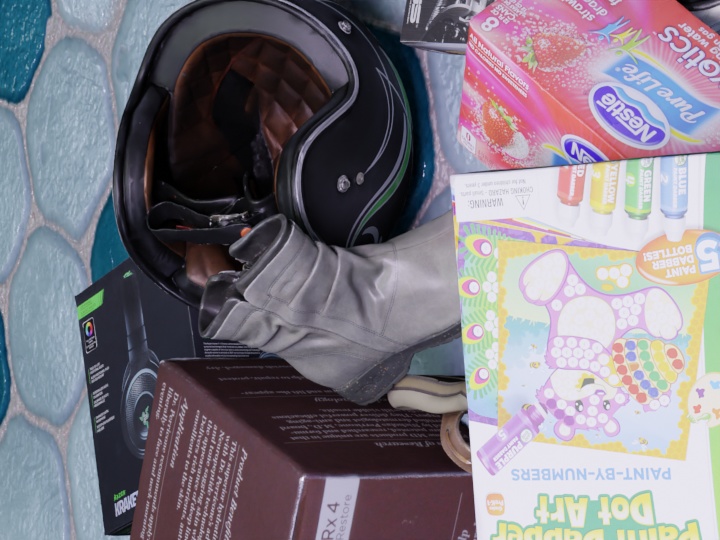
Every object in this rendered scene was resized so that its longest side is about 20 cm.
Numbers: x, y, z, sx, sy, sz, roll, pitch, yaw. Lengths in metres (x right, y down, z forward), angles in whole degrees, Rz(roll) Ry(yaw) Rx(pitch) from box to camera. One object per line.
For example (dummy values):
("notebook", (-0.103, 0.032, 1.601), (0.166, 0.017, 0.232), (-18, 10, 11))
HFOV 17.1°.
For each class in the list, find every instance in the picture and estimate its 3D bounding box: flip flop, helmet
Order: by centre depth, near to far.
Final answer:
("flip flop", (0.075, 0.094, 1.421), (0.200, 0.081, 0.058), (6, 89, 62))
("helmet", (-0.057, -0.081, 1.534), (0.200, 0.200, 0.191), (-35, 33, 53))

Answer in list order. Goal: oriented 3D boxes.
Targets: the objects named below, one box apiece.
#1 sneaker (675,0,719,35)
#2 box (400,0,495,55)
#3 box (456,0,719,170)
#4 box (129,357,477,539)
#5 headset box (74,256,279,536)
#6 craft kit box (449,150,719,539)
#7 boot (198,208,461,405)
("sneaker", (0.174, -0.148, 1.262), (0.200, 0.087, 0.076), (-45, 54, 50))
("box", (0.099, -0.224, 1.398), (0.158, 0.048, 0.201), (12, 93, 58))
("box", (0.149, -0.061, 1.210), (0.200, 0.095, 0.100), (44, 154, 25))
("box", (-0.027, 0.163, 1.506), (0.200, 0.164, 0.167), (34, 117, 53))
("headset box", (-0.120, 0.074, 1.727), (0.174, 0.092, 0.201), (-30, 63, 54))
("craft kit box", (0.140, 0.045, 1.119), (0.199, 0.048, 0.198), (-4, 93, 35))
("boot", (0.000, 0.000, 1.416), (0.200, 0.130, 0.068), (-44, 35, 32))
